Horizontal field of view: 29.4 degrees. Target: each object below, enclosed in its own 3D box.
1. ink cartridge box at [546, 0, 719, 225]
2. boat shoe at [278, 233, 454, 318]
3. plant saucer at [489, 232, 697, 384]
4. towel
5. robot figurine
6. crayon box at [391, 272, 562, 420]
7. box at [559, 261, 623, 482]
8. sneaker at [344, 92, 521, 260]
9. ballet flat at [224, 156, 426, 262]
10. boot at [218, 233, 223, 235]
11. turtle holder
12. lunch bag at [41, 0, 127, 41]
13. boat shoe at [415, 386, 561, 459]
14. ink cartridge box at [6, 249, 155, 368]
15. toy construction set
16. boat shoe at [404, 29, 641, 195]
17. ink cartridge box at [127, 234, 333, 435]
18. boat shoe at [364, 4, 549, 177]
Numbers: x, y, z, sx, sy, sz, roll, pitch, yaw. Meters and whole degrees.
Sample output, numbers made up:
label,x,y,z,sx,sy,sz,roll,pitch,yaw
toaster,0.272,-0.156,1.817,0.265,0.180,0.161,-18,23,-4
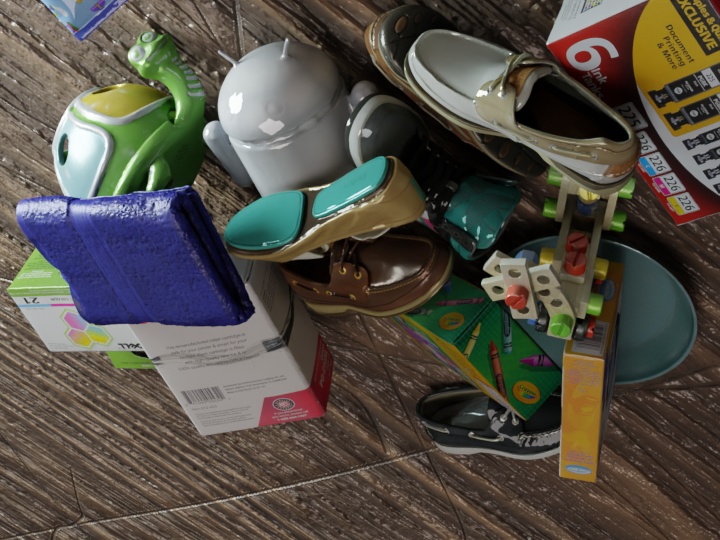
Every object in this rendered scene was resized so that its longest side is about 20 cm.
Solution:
label,x,y,z,sx,sy,sz,roll,pitch,yaw
ink cartridge box,0.273,-0.152,1.044,0.175,0.084,0.200,-20,122,40
boat shoe,0.000,0.000,1.268,0.068,0.072,0.200,36,152,-34
plant saucer,0.221,0.029,1.301,0.199,0.036,0.200,13,138,12
towel,-0.198,-0.013,1.225,0.200,0.050,0.148,0,133,35
robot figurine,-0.054,-0.119,1.215,0.169,0.113,0.200,-13,128,18
crayon box,0.089,0.052,1.283,0.119,0.058,0.200,45,174,-30
box,0.212,0.101,1.263,0.041,0.119,0.200,7,137,15
sneaker,0.073,-0.072,1.170,0.121,0.084,0.200,29,174,35
ballet flat,-0.030,-0.038,1.154,0.200,0.069,0.063,-16,137,40
boot,-0.092,0.017,1.420,0.174,0.069,0.200,-6,139,20
turtle holder,-0.214,-0.116,1.279,0.132,0.141,0.186,35,148,12
lunch bag,-0.205,-0.312,1.119,0.200,0.094,0.151,-31,115,30
boat shoe,0.147,0.154,1.440,0.200,0.076,0.060,-13,133,34
ink cartridge box,-0.278,0.065,1.548,0.147,0.076,0.200,-2,132,28
toy construction set,0.175,-0.020,1.145,0.092,0.200,0.131,24,141,17
boat shoe,0.125,-0.134,1.043,0.200,0.075,0.068,29,163,12
ink cartridge box,-0.132,0.064,1.375,0.144,0.084,0.200,-11,131,18
boat shoe,0.085,-0.154,1.154,0.200,0.076,0.074,39,170,-26
